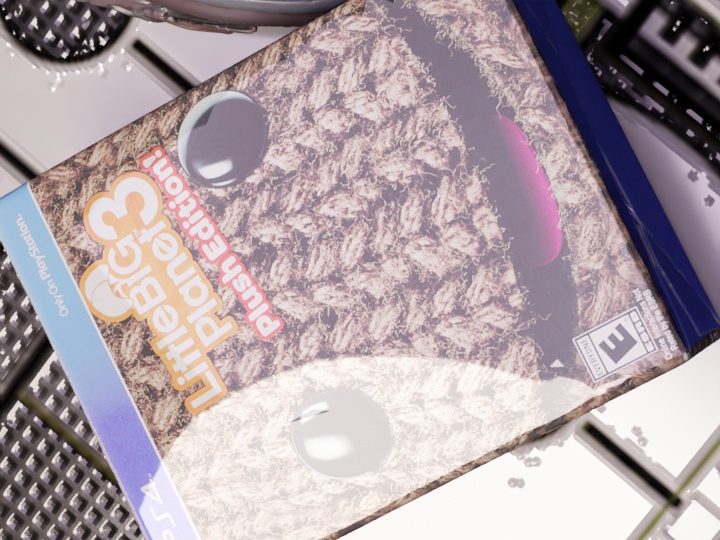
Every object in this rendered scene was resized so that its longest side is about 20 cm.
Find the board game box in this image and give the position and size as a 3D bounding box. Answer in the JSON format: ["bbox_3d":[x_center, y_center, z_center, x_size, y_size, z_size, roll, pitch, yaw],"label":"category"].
[{"bbox_3d":[0.000,0.000,0.857,0.199,0.097,0.160,-29,86,15],"label":"board game box"}]

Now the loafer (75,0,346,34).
[{"bbox_3d":[-0.087,-0.129,0.902,0.198,0.063,0.072,16,67,10],"label":"loafer"}]
